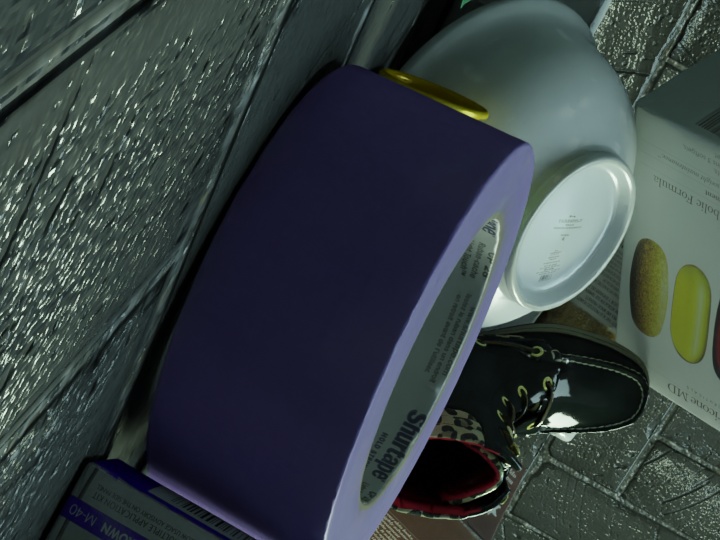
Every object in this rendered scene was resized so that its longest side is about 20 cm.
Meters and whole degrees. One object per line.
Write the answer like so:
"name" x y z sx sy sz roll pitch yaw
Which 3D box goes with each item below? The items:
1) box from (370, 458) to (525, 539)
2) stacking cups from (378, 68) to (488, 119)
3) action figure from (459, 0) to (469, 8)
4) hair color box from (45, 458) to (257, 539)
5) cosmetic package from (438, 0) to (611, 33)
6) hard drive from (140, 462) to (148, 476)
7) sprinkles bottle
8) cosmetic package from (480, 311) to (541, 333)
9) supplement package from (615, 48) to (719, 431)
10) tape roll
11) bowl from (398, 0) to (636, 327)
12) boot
"box" 0.005 0.144 1.221 0.199 0.100 0.075 -19 -149 50
"stacking cups" 0.000 0.000 0.910 0.061 0.060 0.202 -45 158 -75
"action figure" 0.094 -0.206 0.894 0.200 0.054 0.119 -62 176 -65
"hair color box" -0.102 0.186 0.684 0.201 0.109 0.065 -62 176 -2
"cosmetic package" 0.107 -0.160 1.136 0.200 0.081 0.113 -54 172 -51
"hard drive" -0.094 0.114 0.866 0.201 0.027 0.132 -60 176 -20
"sprinkles bottle" 0.165 0.012 1.167 0.201 0.068 0.068 -55 176 -2
"cosmetic package" 0.104 -0.021 1.149 0.201 0.074 0.102 -55 -178 10
"supplement package" 0.232 -0.017 1.070 0.109 0.113 0.201 -31 136 -31
"tape roll" -0.005 0.021 0.759 0.201 0.084 0.200 -61 168 -23
"bowl" 0.088 -0.042 0.989 0.200 0.090 0.202 -28 137 -28
"boot" 0.084 0.091 1.042 0.154 0.201 0.074 -104 -157 -65
